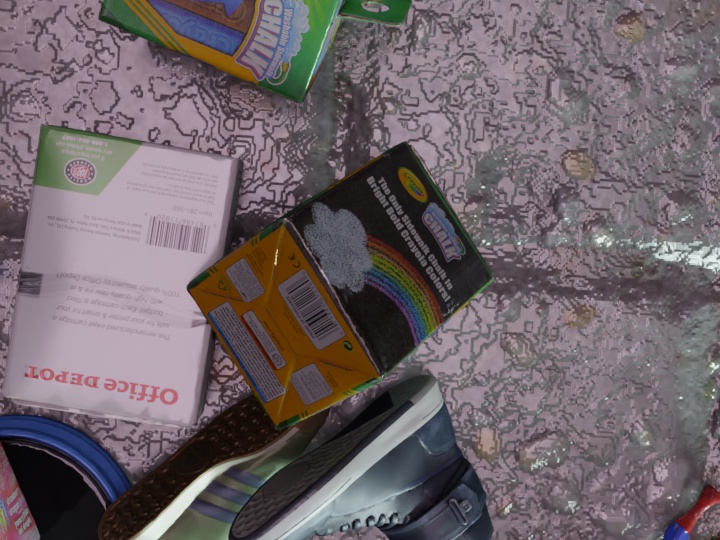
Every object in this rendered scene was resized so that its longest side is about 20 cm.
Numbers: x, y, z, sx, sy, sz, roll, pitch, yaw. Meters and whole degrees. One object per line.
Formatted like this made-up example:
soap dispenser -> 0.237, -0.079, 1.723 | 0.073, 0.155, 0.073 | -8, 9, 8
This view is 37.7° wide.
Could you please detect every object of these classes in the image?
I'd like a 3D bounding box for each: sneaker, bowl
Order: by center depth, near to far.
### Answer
sneaker -> 0.012, 0.191, 0.781 | 0.202, 0.077, 0.147 | -31, 102, -30
bowl -> -0.270, 0.216, 0.821 | 0.198, 0.039, 0.203 | 0, 93, -3
sneaker -> -0.099, 0.172, 0.822 | 0.199, 0.067, 0.090 | -35, 124, -15

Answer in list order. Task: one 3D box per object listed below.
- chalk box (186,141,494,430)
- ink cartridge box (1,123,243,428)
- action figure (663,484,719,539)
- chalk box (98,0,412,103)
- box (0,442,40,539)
chalk box -> 0.000, 0.000, 0.765 | 0.124, 0.200, 0.125 | -30, 93, 42
ink cartridge box -> -0.175, 0.004, 0.792 | 0.145, 0.084, 0.202 | 10, 93, -3
action figure -> 0.233, 0.266, 0.827 | 0.065, 0.099, 0.200 | 44, 92, -3
chalk box -> -0.062, -0.211, 0.750 | 0.198, 0.125, 0.125 | 23, 119, -4
box -> -0.295, 0.186, 0.698 | 0.099, 0.200, 0.096 | -20, 96, -2
